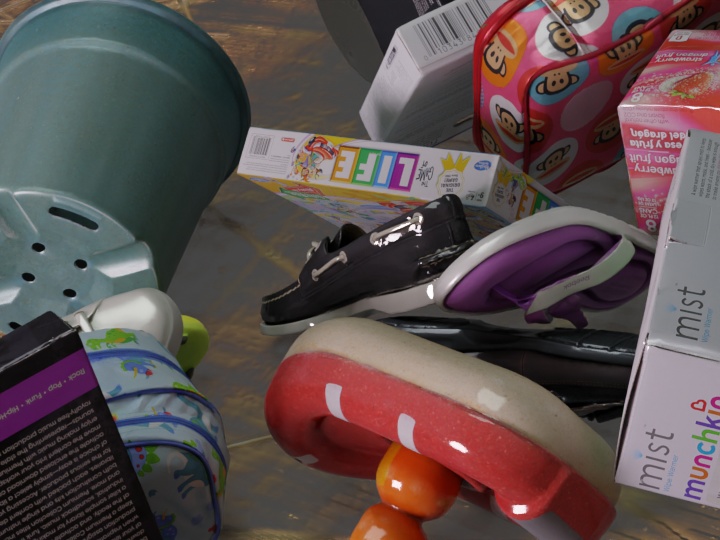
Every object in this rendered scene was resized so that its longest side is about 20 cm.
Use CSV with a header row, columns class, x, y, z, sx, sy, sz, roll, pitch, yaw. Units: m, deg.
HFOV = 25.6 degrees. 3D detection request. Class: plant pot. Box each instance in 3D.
class,x,y,z,sx,sy,sz,roll,pitch,yaw
plant pot,-0.192,-0.061,1.119,0.199,0.201,0.197,-7,40,16

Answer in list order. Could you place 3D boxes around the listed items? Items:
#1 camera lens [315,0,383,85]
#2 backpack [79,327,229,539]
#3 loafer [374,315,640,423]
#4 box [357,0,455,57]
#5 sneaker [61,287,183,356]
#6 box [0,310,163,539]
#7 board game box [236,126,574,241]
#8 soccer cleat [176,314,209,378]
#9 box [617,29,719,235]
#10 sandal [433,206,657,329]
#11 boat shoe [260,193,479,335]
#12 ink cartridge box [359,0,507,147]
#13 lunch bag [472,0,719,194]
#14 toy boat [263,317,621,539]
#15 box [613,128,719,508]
class,x,y,z,sx,sy,sz,roll,pitch,yaw
camera lens,0.077,-0.256,1.310,0.199,0.161,0.160,-30,33,-21
backpack,-0.171,0.116,0.867,0.199,0.164,0.153,-29,41,-32
loafer,0.098,0.064,0.909,0.198,0.064,0.072,5,7,25
box,0.108,-0.236,1.155,0.199,0.079,0.141,-25,-1,-16
sneaker,-0.197,0.069,0.933,0.199,0.085,0.073,-34,62,-6
box,-0.172,0.138,0.770,0.142,0.201,0.036,-29,30,-22
board game box,0.036,-0.048,1.038,0.199,0.134,0.035,10,80,38
soccer cleat,-0.196,0.065,1.021,0.199,0.065,0.084,-23,46,-6
box,0.263,-0.077,0.927,0.199,0.096,0.100,6,37,31
sandal,0.123,0.006,0.901,0.202,0.083,0.050,-3,50,-48
boat shoe,0.000,0.000,0.979,0.074,0.061,0.199,-17,1,-37
ink cartridge box,0.097,-0.157,1.143,0.199,0.041,0.200,-27,-11,-17
lunch bag,0.171,-0.134,1.063,0.199,0.177,0.082,-29,59,-15
toy boat,0.027,0.111,0.820,0.199,0.130,0.131,18,74,44
box,0.231,0.029,0.798,0.175,0.097,0.201,12,38,10
